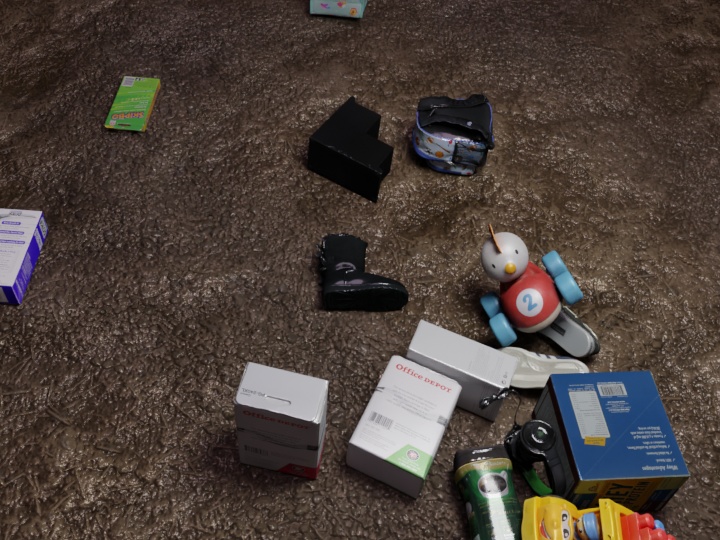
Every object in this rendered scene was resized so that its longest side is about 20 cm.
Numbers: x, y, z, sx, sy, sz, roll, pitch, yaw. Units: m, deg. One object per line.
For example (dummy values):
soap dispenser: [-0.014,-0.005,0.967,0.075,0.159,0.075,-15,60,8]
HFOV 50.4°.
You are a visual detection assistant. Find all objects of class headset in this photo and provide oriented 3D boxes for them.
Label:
headset: [0.279,0.302,1.319,0.092,0.124,0.204,-18,76,-18]

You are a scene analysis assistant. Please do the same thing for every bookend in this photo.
bookend: [0.006,-0.293,1.826,0.195,0.093,0.201,27,51,14]

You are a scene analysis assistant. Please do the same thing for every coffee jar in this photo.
coffee jar: [0.220,0.393,1.281,0.101,0.086,0.204,-5,52,-7]

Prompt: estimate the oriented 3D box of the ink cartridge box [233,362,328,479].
ink cartridge box: [-0.130,0.255,1.284,0.141,0.203,0.085,12,49,4]

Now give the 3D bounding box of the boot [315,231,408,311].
boot: [0.001,0.001,1.599,0.192,0.074,0.165,1,47,-4]

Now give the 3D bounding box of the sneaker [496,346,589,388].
sneaker: [0.346,0.195,1.478,0.195,0.084,0.077,10,87,28]

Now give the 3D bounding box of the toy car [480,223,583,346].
toy car: [0.295,0.002,1.483,0.182,0.201,0.178,-33,23,13]

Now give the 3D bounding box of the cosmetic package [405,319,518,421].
cosmetic package: [0.182,0.187,1.433,0.196,0.114,0.082,24,50,11]

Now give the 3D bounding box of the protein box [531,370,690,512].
protein box: [0.431,0.302,1.346,0.192,0.137,0.204,-1,50,-7]

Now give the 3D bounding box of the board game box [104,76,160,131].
board game box: [-0.566,-0.412,1.908,0.093,0.030,0.203,5,47,-1]

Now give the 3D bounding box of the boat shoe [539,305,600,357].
boat shoe: [0.402,0.107,1.558,0.063,0.072,0.200,7,31,-44]

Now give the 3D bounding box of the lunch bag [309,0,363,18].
lunch bag: [-0.057,-0.837,2.255,0.165,0.124,0.203,7,41,3]

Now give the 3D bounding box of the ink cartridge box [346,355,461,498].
ink cartridge box: [0.080,0.274,1.366,0.143,0.085,0.202,23,51,12]

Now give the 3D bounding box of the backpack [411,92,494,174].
backpack: [0.217,-0.332,1.843,0.185,0.156,0.203,12,43,-6]

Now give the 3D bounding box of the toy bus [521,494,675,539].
toy bus: [0.372,0.415,1.172,0.198,0.191,0.138,31,45,-23]

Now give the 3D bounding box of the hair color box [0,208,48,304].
hair color box: [-0.719,-0.031,1.552,0.106,0.066,0.204,4,52,-2]
